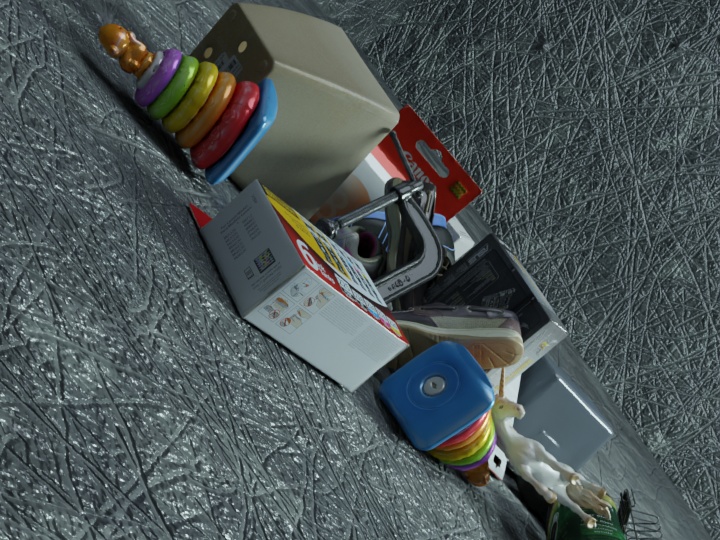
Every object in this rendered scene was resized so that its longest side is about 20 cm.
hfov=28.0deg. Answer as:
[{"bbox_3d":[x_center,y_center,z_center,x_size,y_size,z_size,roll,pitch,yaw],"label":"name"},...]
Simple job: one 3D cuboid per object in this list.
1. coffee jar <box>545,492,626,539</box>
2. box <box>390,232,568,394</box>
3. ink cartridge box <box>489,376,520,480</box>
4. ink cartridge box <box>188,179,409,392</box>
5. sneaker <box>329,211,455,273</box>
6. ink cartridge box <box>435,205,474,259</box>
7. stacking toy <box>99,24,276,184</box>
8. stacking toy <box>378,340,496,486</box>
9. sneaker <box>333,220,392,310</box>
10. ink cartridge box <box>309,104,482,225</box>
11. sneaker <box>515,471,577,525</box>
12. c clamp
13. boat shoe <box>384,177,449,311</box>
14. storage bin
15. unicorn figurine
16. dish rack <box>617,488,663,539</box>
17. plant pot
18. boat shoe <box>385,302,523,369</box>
[{"bbox_3d":[0.272,0.334,1.719,0.085,0.105,0.200,6,15,-1],"label":"coffee jar"},{"bbox_3d":[0.127,0.076,1.721,0.048,0.200,0.159,36,17,-48],"label":"box"},{"bbox_3d":[0.165,0.156,1.833,0.109,0.050,0.201,48,51,-64],"label":"ink cartridge box"},{"bbox_3d":[-0.064,0.003,1.464,0.200,0.084,0.176,39,16,-49],"label":"ink cartridge box"},{"bbox_3d":[0.033,-0.027,1.850,0.199,0.070,0.078,-4,62,-24],"label":"sneaker"},{"bbox_3d":[0.039,-0.073,2.018,0.200,0.145,0.084,54,12,16],"label":"ink cartridge box"},{"bbox_3d":[-0.197,-0.194,1.538,0.200,0.110,0.116,35,26,-21],"label":"stacking toy"},{"bbox_3d":[0.113,0.185,1.624,0.116,0.109,0.200,53,-6,45],"label":"stacking toy"},{"bbox_3d":[0.000,0.000,1.746,0.082,0.088,0.200,57,11,30],"label":"sneaker"},{"bbox_3d":[0.038,-0.095,1.926,0.162,0.200,0.050,49,14,-5],"label":"ink cartridge box"},{"bbox_3d":[0.278,0.327,1.888,0.200,0.076,0.091,43,22,-25],"label":"sneaker"},{"bbox_3d":[0.017,-0.048,1.661,0.200,0.027,0.171,-35,94,-40],"label":"c clamp"},{"bbox_3d":[0.069,-0.018,1.728,0.075,0.073,0.201,60,26,-76],"label":"boat shoe"},{"bbox_3d":[0.245,0.207,1.953,0.200,0.134,0.146,43,9,-33],"label":"storage bin"},{"bbox_3d":[0.207,0.219,1.651,0.137,0.074,0.200,40,-16,49],"label":"unicorn figurine"},{"bbox_3d":[0.335,0.370,1.760,0.054,0.154,0.200,10,23,-1],"label":"dish rack"},{"bbox_3d":[-0.110,-0.205,1.741,0.177,0.200,0.200,25,26,-45],"label":"plant pot"},{"bbox_3d":[0.086,0.070,1.642,0.065,0.199,0.072,-84,175,-46],"label":"boat shoe"}]
